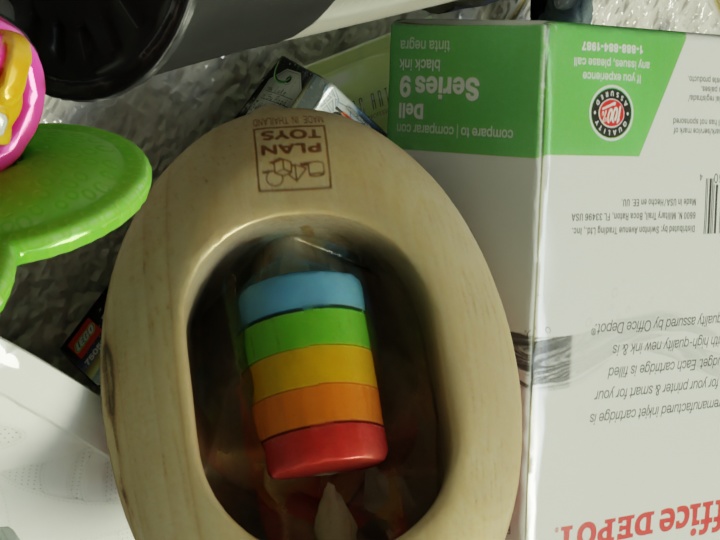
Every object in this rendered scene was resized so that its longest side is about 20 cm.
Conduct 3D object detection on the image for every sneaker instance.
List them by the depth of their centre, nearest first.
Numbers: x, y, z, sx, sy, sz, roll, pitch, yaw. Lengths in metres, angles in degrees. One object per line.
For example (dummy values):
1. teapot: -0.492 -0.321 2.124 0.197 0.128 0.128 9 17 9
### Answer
1. sneaker: -0.131 0.086 0.712 0.116 0.073 0.200 -59 148 -12

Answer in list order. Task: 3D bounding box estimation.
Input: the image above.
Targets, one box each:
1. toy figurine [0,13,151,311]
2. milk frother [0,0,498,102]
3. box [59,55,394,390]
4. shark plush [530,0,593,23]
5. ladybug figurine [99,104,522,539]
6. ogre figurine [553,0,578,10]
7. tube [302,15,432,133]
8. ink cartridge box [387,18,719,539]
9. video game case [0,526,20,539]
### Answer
1. toy figurine: -0.150 -0.078 0.516 0.199 0.150 0.185 -23 122 -31
2. milk frother: 0.009 -0.129 0.630 0.188 0.200 0.181 -21 139 -46
3. box: -0.002 0.029 0.820 0.137 0.040 0.200 -53 130 -3
4. shark plush: 0.104 -0.060 0.926 0.091 0.083 0.201 -30 135 -40
5. ladybug figurine: -0.017 0.041 0.700 0.072 0.135 0.201 101 -15 -68
6. ogre figurine: 0.093 -0.186 0.810 0.120 0.098 0.201 -41 143 -35
7. tube: 0.000 0.000 0.860 0.058 0.052 0.201 -78 170 -60
8. ink cartridge box: 0.082 0.011 0.785 0.145 0.084 0.201 -1 96 -44
9. video game case: -0.192 0.188 0.690 0.181 0.024 0.201 -14 126 -24
